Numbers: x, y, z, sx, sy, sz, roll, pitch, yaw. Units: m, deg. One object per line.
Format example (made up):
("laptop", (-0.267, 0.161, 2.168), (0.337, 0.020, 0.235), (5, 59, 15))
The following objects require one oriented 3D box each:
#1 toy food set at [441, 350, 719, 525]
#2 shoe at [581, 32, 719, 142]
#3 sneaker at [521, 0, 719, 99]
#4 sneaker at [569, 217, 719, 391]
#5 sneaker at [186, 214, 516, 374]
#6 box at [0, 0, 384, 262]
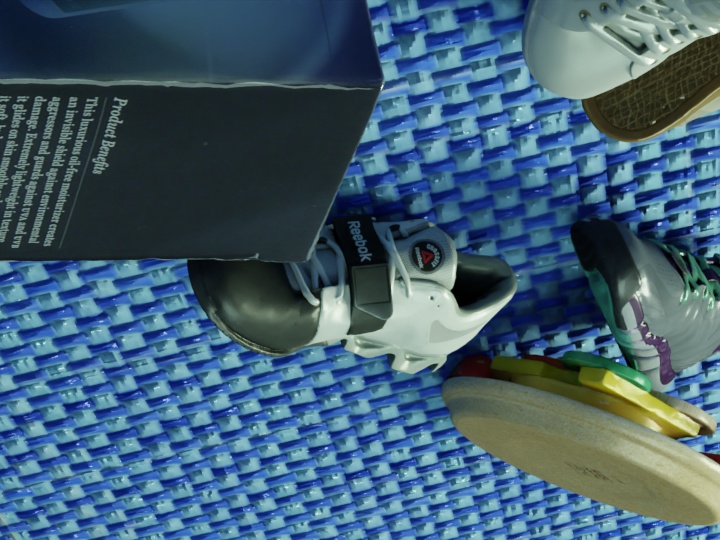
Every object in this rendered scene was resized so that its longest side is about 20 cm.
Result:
("toy food set", (0.144, 0.099, 1.383), (0.200, 0.049, 0.198), (31, 164, -34))
("shoe", (0.195, -0.122, 1.089), (0.200, 0.070, 0.053), (-24, -175, 22))
("sneaker", (0.137, -0.128, 1.010), (0.073, 0.085, 0.200), (29, 132, -21))
("sneaker", (0.172, 0.004, 1.290), (0.087, 0.075, 0.200), (-26, 160, 4))
("sneaker", (0.000, 0.000, 1.214), (0.200, 0.074, 0.088), (7, 147, -46))
("box", (-0.113, -0.115, 0.847), (0.198, 0.200, 0.123), (-1, 148, -19))
